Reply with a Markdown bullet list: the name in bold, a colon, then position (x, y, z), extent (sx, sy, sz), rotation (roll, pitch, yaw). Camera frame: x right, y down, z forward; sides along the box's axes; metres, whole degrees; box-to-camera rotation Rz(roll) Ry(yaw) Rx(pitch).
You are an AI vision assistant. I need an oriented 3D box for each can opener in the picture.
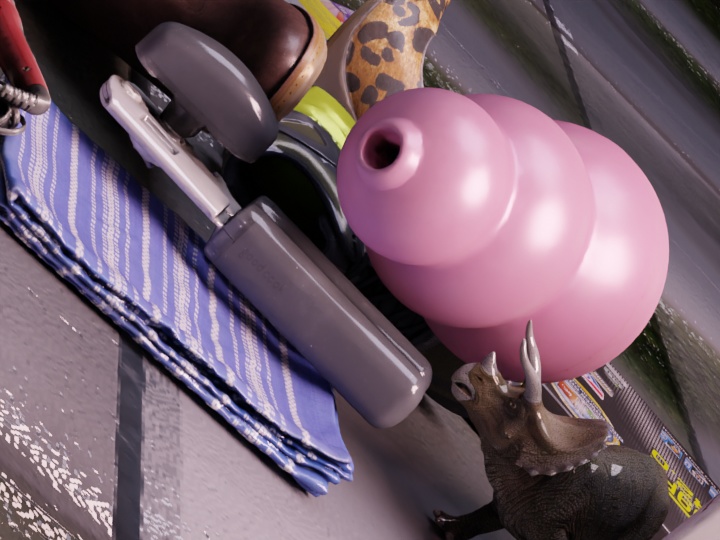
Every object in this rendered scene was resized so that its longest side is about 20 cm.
- **can opener**: position (-0.034, -0.023, 1.290), extent (0.200, 0.067, 0.053), rotation (46, 13, -1)

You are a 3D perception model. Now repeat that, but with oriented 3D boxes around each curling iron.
- **curling iron**: position (-0.166, -0.112, 1.269), extent (0.050, 0.026, 0.200), rotation (19, 24, -21)

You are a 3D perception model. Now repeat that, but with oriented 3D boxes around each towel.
- **towel**: position (-0.080, 0.002, 1.256), extent (0.200, 0.024, 0.145), rotation (43, 15, -21)

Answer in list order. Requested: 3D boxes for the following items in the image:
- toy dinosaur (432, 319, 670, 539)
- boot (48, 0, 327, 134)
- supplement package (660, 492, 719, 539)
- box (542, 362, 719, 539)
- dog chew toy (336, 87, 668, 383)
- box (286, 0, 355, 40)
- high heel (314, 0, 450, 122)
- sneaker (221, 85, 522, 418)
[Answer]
- **toy dinosaur**: position (0.103, 0.112, 1.350), extent (0.200, 0.102, 0.077), rotation (33, 22, -45)
- **boot**: position (-0.116, -0.140, 1.356), extent (0.166, 0.072, 0.200), rotation (37, -5, -31)
- **supplement package**: position (0.177, 0.153, 1.269), extent (0.117, 0.200, 0.117), rotation (51, 15, 7)
- **box**: position (0.147, 0.120, 1.569), extent (0.200, 0.044, 0.160), rotation (49, 14, 1)
- **dog chew toy**: position (0.058, -0.023, 1.330), extent (0.200, 0.125, 0.125), rotation (30, 24, -56)
- **box**: position (-0.006, -0.104, 1.689), extent (0.117, 0.048, 0.200), rotation (54, 18, 21)
- **high heel**: position (0.032, -0.070, 1.546), extent (0.143, 0.071, 0.200), rotation (44, 52, -3)
- **sneaker**: position (0.000, 0.000, 1.431), extent (0.200, 0.074, 0.081), rotation (46, 29, -1)
